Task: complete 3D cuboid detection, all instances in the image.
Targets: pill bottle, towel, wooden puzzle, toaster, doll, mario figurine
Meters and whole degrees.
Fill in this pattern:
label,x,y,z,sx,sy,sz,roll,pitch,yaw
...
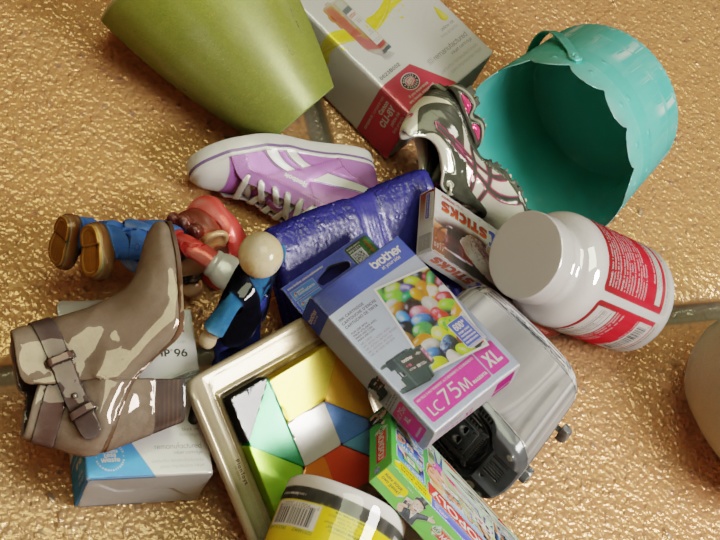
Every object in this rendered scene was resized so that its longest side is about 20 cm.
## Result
label,x,y,z,sx,sy,sz,roll,pitch,yaw
pill bottle,-0.045,0.286,1.472,0.113,0.114,0.202,25,71,-6
towel,0.000,0.000,1.682,0.199,0.049,0.149,-22,101,-32
wooden puzzle,-0.046,0.143,1.568,0.199,0.037,0.187,-29,103,-34
toaster,0.109,0.106,1.653,0.200,0.114,0.129,44,52,10
pill bottle,0.214,0.007,1.698,0.199,0.112,0.113,20,49,-49
doll,-0.101,0.029,1.558,0.048,0.201,0.137,30,56,10
mario figurine,-0.185,-0.005,1.608,0.199,0.106,0.124,-1,48,-44

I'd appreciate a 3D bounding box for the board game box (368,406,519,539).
label,x,y,z,sx,sy,sz,roll,pitch,yaw
board game box,0.082,0.219,1.543,0.200,0.029,0.135,48,12,-14

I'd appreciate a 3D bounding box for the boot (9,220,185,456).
label,x,y,z,sx,sy,sz,roll,pitch,yaw
boot,-0.224,0.056,1.480,0.144,0.070,0.203,0,74,-18

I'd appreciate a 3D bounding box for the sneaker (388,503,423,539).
label,x,y,z,sx,sy,sz,roll,pitch,yaw
sneaker,0.044,0.285,1.525,0.066,0.108,0.203,13,58,-14

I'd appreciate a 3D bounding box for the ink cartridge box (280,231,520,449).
label,x,y,z,sx,sy,sz,roll,pitch,yaw
ink cartridge box,0.035,0.052,1.569,0.119,0.042,0.200,-34,70,-32

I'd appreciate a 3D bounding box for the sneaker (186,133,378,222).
label,x,y,z,sx,sy,sz,roll,pitch,yaw
sneaker,-0.070,-0.068,1.708,0.198,0.073,0.116,1,64,-20

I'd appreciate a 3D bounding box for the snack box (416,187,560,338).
label,x,y,z,sx,sy,sz,roll,pitch,yaw
snack box,0.130,-0.005,1.722,0.199,0.024,0.073,32,49,-37

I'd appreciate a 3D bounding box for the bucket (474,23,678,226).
label,x,y,z,sx,sy,sz,roll,pitch,yaw
bucket,0.218,-0.147,1.787,0.207,0.208,0.135,44,46,7

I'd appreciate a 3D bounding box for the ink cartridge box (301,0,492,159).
label,x,y,z,sx,sy,sz,roll,pitch,yaw
ink cartridge box,0.015,-0.241,1.829,0.200,0.084,0.145,45,57,7

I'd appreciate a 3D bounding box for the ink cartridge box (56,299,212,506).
label,x,y,z,sx,sy,sz,roll,pitch,yaw
ink cartridge box,-0.205,0.102,1.558,0.115,0.068,0.202,-1,62,-20

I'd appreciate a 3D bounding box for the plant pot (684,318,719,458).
label,x,y,z,sx,sy,sz,roll,pitch,yaw
plant pot,0.403,0.114,1.733,0.200,0.202,0.134,-33,41,-33

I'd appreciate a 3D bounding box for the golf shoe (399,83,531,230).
label,x,y,z,sx,sy,sz,roll,pitch,yaw
golf shoe,0.103,-0.088,1.754,0.088,0.077,0.201,-40,110,-31

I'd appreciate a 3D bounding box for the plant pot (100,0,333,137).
label,x,y,z,sx,sy,sz,roll,pitch,yaw
plant pot,-0.123,-0.230,1.727,0.201,0.187,0.187,50,56,-4
